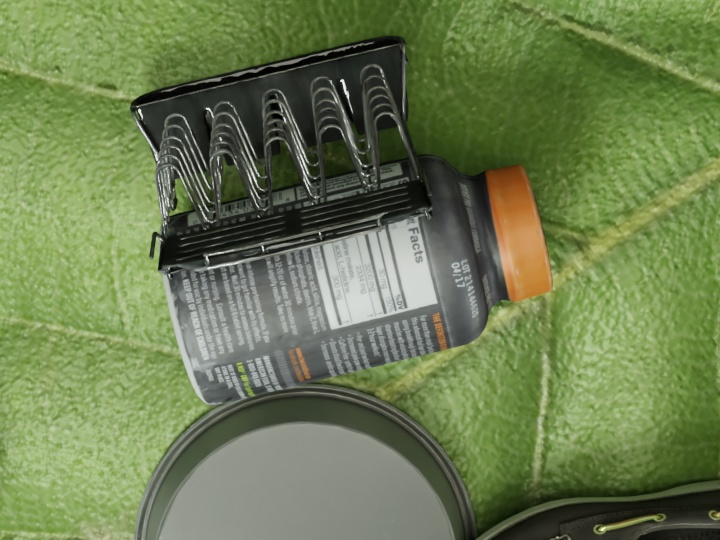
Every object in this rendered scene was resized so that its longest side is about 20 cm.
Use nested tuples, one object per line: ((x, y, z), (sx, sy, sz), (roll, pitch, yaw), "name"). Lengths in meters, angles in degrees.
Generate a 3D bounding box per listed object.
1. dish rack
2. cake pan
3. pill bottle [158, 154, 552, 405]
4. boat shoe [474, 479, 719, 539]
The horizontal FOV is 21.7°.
((-0.040, -0.057, 0.952), (0.153, 0.200, 0.055), (-14, 111, 2), "dish rack")
((-0.031, 0.166, 1.072), (0.199, 0.037, 0.201), (0, 101, -1), "cake pan")
((0.000, 0.000, 1.007), (0.199, 0.106, 0.107), (-13, 100, 1), "pill bottle")
((0.147, 0.164, 1.047), (0.200, 0.061, 0.072), (-13, 104, -9), "boat shoe")
